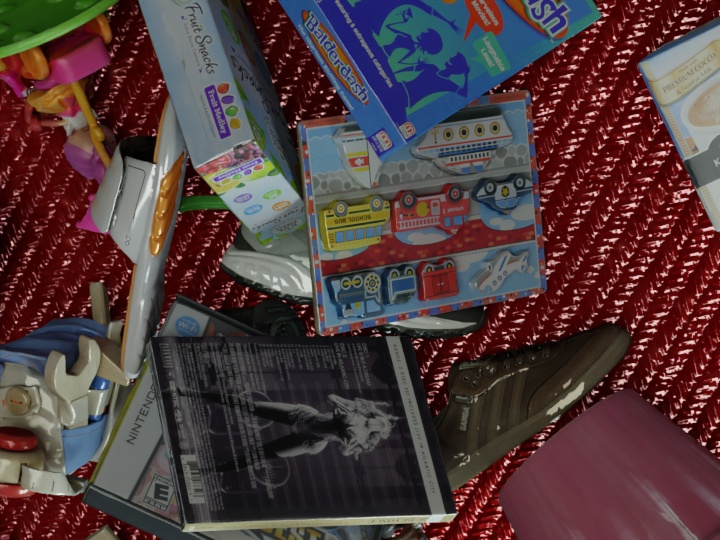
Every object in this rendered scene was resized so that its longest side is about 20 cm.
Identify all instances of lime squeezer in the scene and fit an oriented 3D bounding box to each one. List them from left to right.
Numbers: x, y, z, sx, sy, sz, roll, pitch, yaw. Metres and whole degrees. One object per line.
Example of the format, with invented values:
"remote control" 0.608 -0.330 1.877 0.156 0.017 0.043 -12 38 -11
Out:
"lime squeezer" -0.034 -0.072 1.674 0.200 0.071 0.038 -31 135 -2

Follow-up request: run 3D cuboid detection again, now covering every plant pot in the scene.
"plant pot" 0.201 0.193 1.634 0.200 0.200 0.179 -43 74 13

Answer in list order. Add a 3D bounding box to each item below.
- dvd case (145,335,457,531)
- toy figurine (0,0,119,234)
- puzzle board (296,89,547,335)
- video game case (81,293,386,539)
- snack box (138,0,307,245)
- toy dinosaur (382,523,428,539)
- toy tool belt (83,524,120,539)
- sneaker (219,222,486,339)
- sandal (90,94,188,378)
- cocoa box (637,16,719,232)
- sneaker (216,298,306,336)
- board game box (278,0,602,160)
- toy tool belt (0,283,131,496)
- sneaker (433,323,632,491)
"dvd case" -0.041 0.111 1.593 0.199 0.149 0.016 0 145 -22
"toy figurine" -0.209 -0.115 1.684 0.150 0.200 0.184 -32 115 -22
"puzzle board" 0.048 -0.043 1.636 0.200 0.017 0.151 -10 100 -32
"video game case" -0.070 0.127 1.595 0.200 0.181 0.026 25 140 -4
"snack box" -0.099 -0.135 1.610 0.053 0.142 0.200 -24 64 9
"toy dinosaur" -0.042 0.215 1.655 0.181 0.105 0.200 -24 120 -5
"toy tool belt" -0.118 0.247 1.719 0.200 0.125 0.123 -7 95 27
"sneaker" 0.000 0.000 1.691 0.200 0.074 0.080 19 85 3
"sandal" -0.163 -0.027 1.605 0.059 0.079 0.207 11 100 2
"cocoa box" 0.308 -0.132 1.583 0.200 0.133 0.131 -25 93 12
"sneaker" -0.076 0.117 1.728 0.091 0.076 0.201 -2 104 32
"board game box" 0.053 -0.191 1.604 0.200 0.045 0.152 -35 93 -29
"toy tool belt" -0.226 0.081 1.669 0.125 0.200 0.123 11 101 10
"sneaker" 0.104 0.089 1.686 0.200 0.070 0.076 -38 90 13
